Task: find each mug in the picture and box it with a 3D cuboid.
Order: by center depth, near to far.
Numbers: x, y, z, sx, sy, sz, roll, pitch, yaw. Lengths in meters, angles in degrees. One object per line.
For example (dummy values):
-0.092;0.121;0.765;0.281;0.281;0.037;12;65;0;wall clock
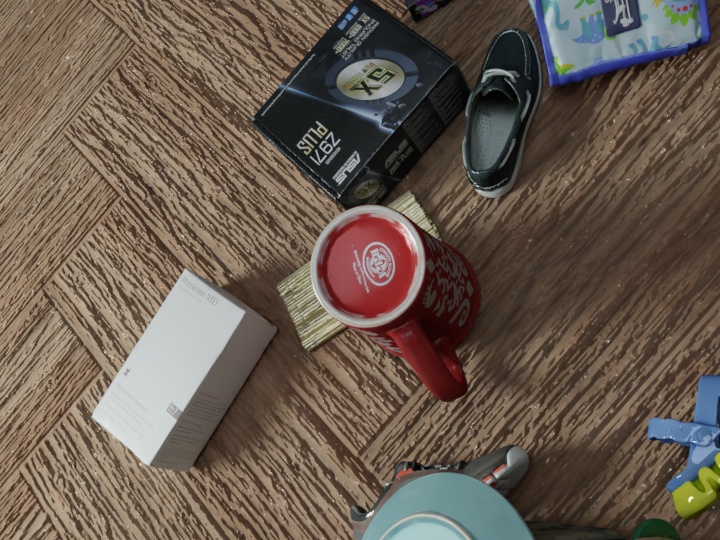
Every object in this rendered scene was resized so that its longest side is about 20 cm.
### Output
0.051;0.024;0.772;0.177;0.200;0.134;37;91;21;mug

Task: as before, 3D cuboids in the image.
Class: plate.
0.052;0.250;0.589;0.199;0.025;0.202;-23;56;40;plate

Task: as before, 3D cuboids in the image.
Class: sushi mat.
0.000;0.000;0.911;0.199;0.012;0.096;-35;63;9;sushi mat

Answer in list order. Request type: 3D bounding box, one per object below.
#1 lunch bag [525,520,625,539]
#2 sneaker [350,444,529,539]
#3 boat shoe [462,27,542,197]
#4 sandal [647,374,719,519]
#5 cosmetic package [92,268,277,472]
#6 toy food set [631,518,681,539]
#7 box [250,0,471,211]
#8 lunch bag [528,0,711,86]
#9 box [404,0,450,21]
0.125;0.299;0.657;0.138;0.199;0.170;-9;73;41;lunch bag
0.068;0.213;0.784;0.199;0.077;0.082;-34;58;9;sneaker
0.155;-0.183;0.877;0.075;0.060;0.202;1;74;23;boat shoe
0.331;0.122;0.702;0.200;0.079;0.087;-43;60;3;sandal
-0.200;0.115;0.920;0.112;0.081;0.201;28;87;29;cosmetic package
0.197;0.284;0.576;0.201;0.197;0.049;-60;23;-12;toy food set
0.000;-0.187;0.929;0.200;0.086;0.164;-48;63;2;box
0.261;-0.310;0.846;0.168;0.127;0.202;-13;84;16;lunch bag
0.123;-0.415;0.979;0.199;0.036;0.144;-28;65;11;box
